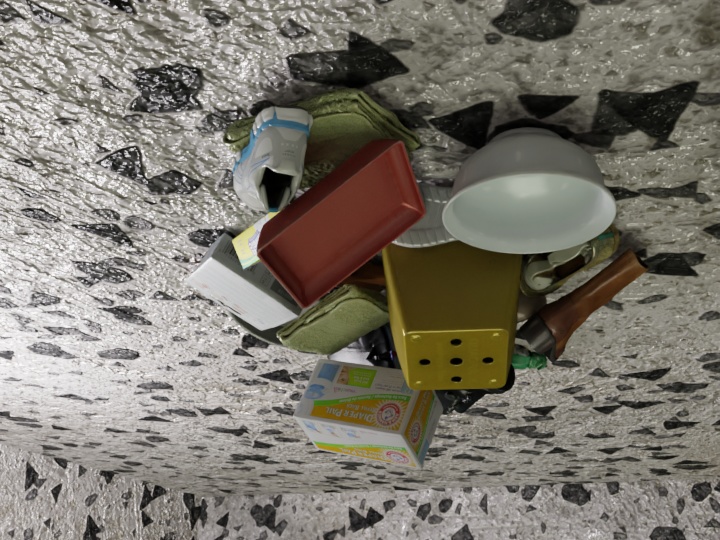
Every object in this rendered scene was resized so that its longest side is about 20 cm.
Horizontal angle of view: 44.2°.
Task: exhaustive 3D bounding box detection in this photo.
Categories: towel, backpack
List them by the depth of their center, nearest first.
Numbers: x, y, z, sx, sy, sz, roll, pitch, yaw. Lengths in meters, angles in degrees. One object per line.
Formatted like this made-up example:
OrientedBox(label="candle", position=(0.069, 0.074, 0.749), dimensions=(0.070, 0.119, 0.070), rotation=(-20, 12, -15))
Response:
OrientedBox(label="towel", position=(-0.044, -0.148, 1.016), dimensions=(0.196, 0.037, 0.148), rotation=(-12, 154, 30))
OrientedBox(label="towel", position=(-0.031, 0.079, 1.341), dimensions=(0.147, 0.037, 0.199), rotation=(-33, 161, 14))
OrientedBox(label="backpack", position=(0.029, 0.157, 1.534), dimensions=(0.151, 0.205, 0.189), rotation=(-12, 176, -33))

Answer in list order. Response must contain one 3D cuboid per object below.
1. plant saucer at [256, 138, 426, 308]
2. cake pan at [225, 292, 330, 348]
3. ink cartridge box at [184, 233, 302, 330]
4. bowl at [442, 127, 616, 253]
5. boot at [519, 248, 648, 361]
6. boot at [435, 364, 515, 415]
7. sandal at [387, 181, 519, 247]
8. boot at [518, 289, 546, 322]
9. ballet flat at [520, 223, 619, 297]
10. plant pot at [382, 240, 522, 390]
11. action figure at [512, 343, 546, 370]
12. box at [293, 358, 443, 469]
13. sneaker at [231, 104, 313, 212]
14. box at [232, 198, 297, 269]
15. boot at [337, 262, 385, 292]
OrientedBox(label="plant saucer", position=(-0.022, -0.057, 1.030), dimensions=(0.198, 0.037, 0.200), rotation=(-38, 156, -2))
OrientedBox(label="cake pan", position=(-0.125, 0.062, 1.465), dimensions=(0.195, 0.037, 0.202), rotation=(10, 145, 7))
OrientedBox(label="ink cartridge box", position=(-0.180, 0.025, 1.379), dimensions=(0.159, 0.048, 0.199), rotation=(34, 159, -14))
OrientedBox(label="bowl", position=(0.192, -0.101, 1.024), dimensions=(0.196, 0.092, 0.202), rotation=(3, 157, 1))
OrientedBox(label="boot", position=(0.337, 0.044, 1.322), dimensions=(0.199, 0.069, 0.188), rotation=(-40, 154, 11))
OrientedBox(label="boot", position=(0.123, 0.158, 1.393), dimensions=(0.197, 0.078, 0.168), rotation=(25, 149, -16))
OrientedBox(label="sandal", position=(0.103, -0.073, 1.140), dimensions=(0.197, 0.085, 0.050), rotation=(1, -174, 8))
OrientedBox(label="boot", position=(0.180, 0.028, 1.363), dimensions=(0.195, 0.072, 0.147), rotation=(-5, 154, 17))
OrientedBox(label="ballet flat", position=(0.274, -0.013, 1.242), dimensions=(0.069, 0.072, 0.199), rotation=(15, 150, -28))
OrientedBox(label="plant pot", position=(0.125, 0.049, 1.201), dimensions=(0.195, 0.179, 0.202), rotation=(-1, 140, 5))
OrientedBox(label="action figure", position=(0.201, 0.118, 1.411), dimensions=(0.196, 0.056, 0.118), rotation=(19, 167, 4))
OrientedBox(label="box", position=(0.013, 0.221, 1.380), dimensions=(0.196, 0.114, 0.102), rotation=(3, 142, 30))
OrientedBox(label="sneaker", position=(-0.103, -0.098, 0.980), dimensions=(0.073, 0.089, 0.200), rotation=(5, 160, -13))
OrientedBox(label="box", position=(-0.074, -0.062, 1.122), dimensions=(0.116, 0.049, 0.199), rotation=(-23, 177, -31))
OrientedBox(label="boot", position=(0.000, 0.000, 1.319), dimensions=(0.197, 0.070, 0.187), rotation=(19, 152, -34))
